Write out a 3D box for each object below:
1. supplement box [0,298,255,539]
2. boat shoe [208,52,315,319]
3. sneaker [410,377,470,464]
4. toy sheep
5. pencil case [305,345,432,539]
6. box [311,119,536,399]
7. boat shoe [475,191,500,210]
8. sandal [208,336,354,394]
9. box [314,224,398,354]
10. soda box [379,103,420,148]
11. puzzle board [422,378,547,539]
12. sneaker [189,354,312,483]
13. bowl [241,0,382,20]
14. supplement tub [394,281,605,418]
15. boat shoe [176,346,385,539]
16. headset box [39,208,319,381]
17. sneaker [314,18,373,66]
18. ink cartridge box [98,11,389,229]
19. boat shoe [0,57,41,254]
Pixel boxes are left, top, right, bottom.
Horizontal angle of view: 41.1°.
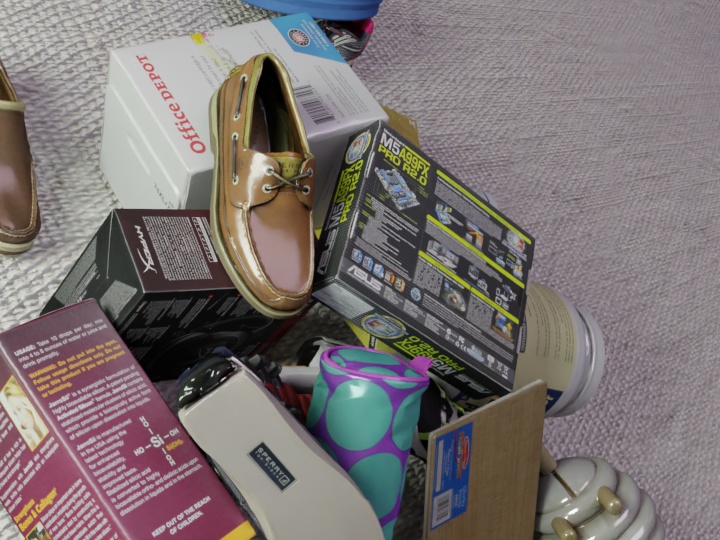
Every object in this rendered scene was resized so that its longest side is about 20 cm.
[{"bbox_3d":[-0.179,0.136,0.650,0.200,0.110,0.086,53,39,9],"label":"supplement box"},{"bbox_3d":[-0.070,-0.066,0.709,0.072,0.068,0.201,-2,68,-37],"label":"boat shoe"},{"bbox_3d":[0.095,0.145,0.859,0.200,0.083,0.072,55,27,-42],"label":"sneaker"},{"bbox_3d":[0.219,0.243,0.905,0.200,0.138,0.138,60,37,-8],"label":"toy sheep"},{"bbox_3d":[-0.002,0.161,0.720,0.092,0.085,0.201,6,97,-28],"label":"pencil case"},{"bbox_3d":[0.059,-0.006,0.807,0.200,0.044,0.161,33,54,-28],"label":"box"},{"bbox_3d":[0.111,-0.035,1.101,0.067,0.074,0.200,36,40,-17],"label":"boat shoe"},{"bbox_3d":[-0.049,0.085,0.842,0.206,0.079,0.059,8,54,-35],"label":"sandal"},{"bbox_3d":[0.000,0.000,0.917,0.075,0.050,0.200,-9,37,-26],"label":"box"},{"bbox_3d":[0.029,-0.096,1.089,0.068,0.064,0.201,21,44,-28],"label":"soda box"},{"bbox_3d":[0.100,0.203,0.809,0.150,0.201,0.017,-15,24,-42],"label":"puzzle board"},{"bbox_3d":[-0.064,0.143,0.786,0.200,0.098,0.071,40,16,-47],"label":"sneaker"},{"bbox_3d":[-0.067,-0.347,1.174,0.200,0.040,0.201,8,26,-4],"label":"bowl"},{"bbox_3d":[0.134,0.075,0.966,0.199,0.145,0.145,14,48,-34],"label":"supplement tub"},{"bbox_3d":[-0.054,0.135,0.662,0.200,0.075,0.093,58,-6,-16],"label":"boat shoe"},{"bbox_3d":[-0.129,0.022,0.769,0.200,0.149,0.077,-4,60,-44],"label":"headset box"},{"bbox_3d":[-0.057,-0.272,1.159,0.081,0.075,0.200,47,38,2],"label":"sneaker"},{"bbox_3d":[-0.110,-0.116,0.861,0.200,0.146,0.147,-20,63,-32],"label":"ink cartridge box"},{"bbox_3d":[-0.306,-0.112,0.784,0.075,0.075,0.203,-5,60,-45],"label":"boat shoe"}]
